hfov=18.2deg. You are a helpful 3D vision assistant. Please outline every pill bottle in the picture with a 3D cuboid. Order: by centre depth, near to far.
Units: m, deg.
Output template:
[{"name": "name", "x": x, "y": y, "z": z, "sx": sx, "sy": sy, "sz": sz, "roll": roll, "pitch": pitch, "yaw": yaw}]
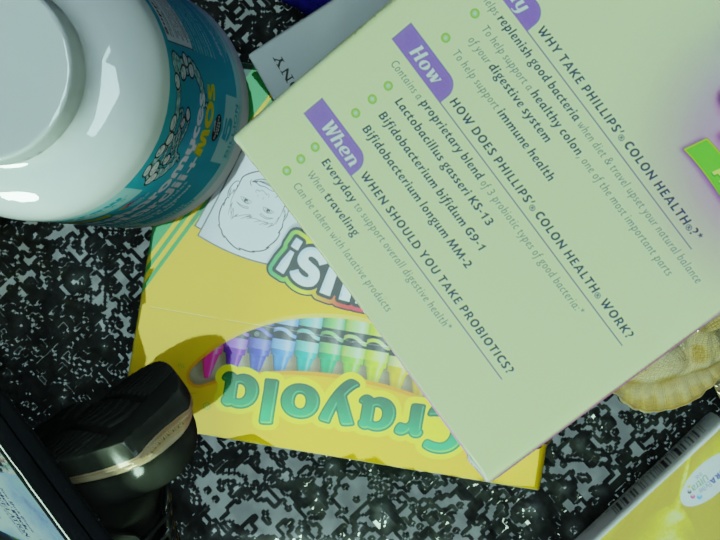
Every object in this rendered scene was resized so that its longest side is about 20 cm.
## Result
[{"name": "pill bottle", "x": -0.121, "y": -0.074, "z": 0.935, "sx": 0.110, "sy": 0.200, "sz": 0.112, "roll": 0, "pitch": 90, "yaw": 12}]

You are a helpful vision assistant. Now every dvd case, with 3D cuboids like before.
[{"name": "dvd case", "x": -0.178, "y": 0.081, "z": 0.980, "sx": 0.018, "sy": 0.200, "sz": 0.143, "roll": -42, "pitch": 113, "yaw": -24}]

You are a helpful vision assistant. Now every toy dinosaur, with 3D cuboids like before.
[{"name": "toy dinosaur", "x": 0.150, "y": 0.026, "z": 1.015, "sx": 0.199, "sy": 0.058, "sz": 0.102, "roll": -14, "pitch": 132, "yaw": 1}]

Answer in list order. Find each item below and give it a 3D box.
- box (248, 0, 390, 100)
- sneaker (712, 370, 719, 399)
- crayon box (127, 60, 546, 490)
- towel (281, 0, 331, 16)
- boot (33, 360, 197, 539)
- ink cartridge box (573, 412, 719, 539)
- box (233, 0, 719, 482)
[{"name": "box", "x": 0.067, "y": -0.083, "z": 0.980, "sx": 0.199, "sy": 0.036, "sz": 0.145, "roll": -31, "pitch": 89, "yaw": 22}, {"name": "sneaker", "x": 0.179, "y": -0.032, "z": 1.067, "sx": 0.071, "sy": 0.113, "sz": 0.201, "roll": -12, "pitch": 122, "yaw": -3}, {"name": "crayon box", "x": 0.000, "y": 0.000, "z": 1.061, "sx": 0.199, "sy": 0.058, "sz": 0.174, "roll": 9, "pitch": 91, "yaw": -1}, {"name": "towel", "x": -0.040, "y": -0.200, "z": 1.027, "sx": 0.199, "sy": 0.050, "sz": 0.148, "roll": 26, "pitch": 111, "yaw": 9}, {"name": "boot", "x": -0.091, "y": 0.122, "z": 1.006, "sx": 0.077, "sy": 0.200, "sz": 0.139, "roll": -37, "pitch": 96, "yaw": -24}, {"name": "ink cartridge box", "x": 0.164, "y": 0.209, "z": 1.078, "sx": 0.198, "sy": 0.047, "sz": 0.200, "roll": -43, "pitch": 89, "yaw": -1}, {"name": "box", "x": 0.085, "y": -0.049, "z": 0.912, "sx": 0.200, "sy": 0.097, "sz": 0.176, "roll": -39, "pitch": 86, "yaw": 21}]
